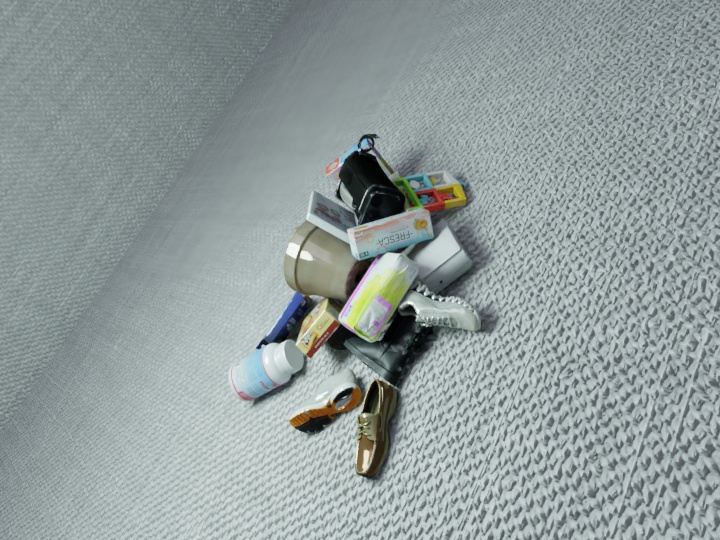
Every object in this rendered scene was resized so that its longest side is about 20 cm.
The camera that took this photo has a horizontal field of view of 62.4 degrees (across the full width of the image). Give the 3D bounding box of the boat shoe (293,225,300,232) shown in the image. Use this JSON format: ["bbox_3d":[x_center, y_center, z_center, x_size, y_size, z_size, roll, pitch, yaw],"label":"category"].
[{"bbox_3d":[-0.151,-0.096,1.853,0.068,0.075,0.200,-36,35,-6],"label":"boat shoe"}]

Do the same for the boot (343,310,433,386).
[{"bbox_3d":[0.065,0.155,1.371,0.196,0.073,0.165,28,80,48],"label":"boot"}]

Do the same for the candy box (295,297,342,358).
[{"bbox_3d":[-0.101,0.132,1.509,0.116,0.055,0.200,-48,7,9],"label":"candy box"}]

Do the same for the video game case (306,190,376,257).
[{"bbox_3d":[-0.043,-0.120,1.500,0.024,0.196,0.183,-57,14,21],"label":"video game case"}]

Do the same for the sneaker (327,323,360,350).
[{"bbox_3d":[-0.002,0.112,1.503,0.198,0.076,0.116,-37,24,11],"label":"sneaker"}]

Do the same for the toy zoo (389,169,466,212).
[{"bbox_3d":[0.184,-0.203,1.525,0.193,0.021,0.133,-12,47,-15],"label":"toy zoo"}]

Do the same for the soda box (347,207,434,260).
[{"bbox_3d":[0.071,-0.087,1.396,0.194,0.071,0.063,-16,14,-12],"label":"soda box"}]

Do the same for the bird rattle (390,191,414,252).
[{"bbox_3d":[0.087,-0.115,1.550,0.163,0.112,0.202,-43,41,15],"label":"bird rattle"}]

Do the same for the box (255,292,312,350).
[{"bbox_3d":[-0.209,0.147,1.648,0.032,0.121,0.202,35,82,10],"label":"box"}]

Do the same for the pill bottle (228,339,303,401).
[{"bbox_3d":[-0.249,0.262,1.579,0.196,0.109,0.111,-29,39,25],"label":"pill bottle"}]

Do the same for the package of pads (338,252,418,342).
[{"bbox_3d":[0.039,0.054,1.347,0.203,0.067,0.154,-57,15,-6],"label":"package of pads"}]

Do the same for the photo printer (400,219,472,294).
[{"bbox_3d":[0.158,-0.011,1.420,0.198,0.069,0.168,-39,29,14],"label":"photo printer"}]

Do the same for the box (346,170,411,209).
[{"bbox_3d":[0.057,-0.179,1.690,0.197,0.078,0.097,-34,37,20],"label":"box"}]

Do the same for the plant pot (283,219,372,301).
[{"bbox_3d":[-0.068,-0.013,1.487,0.170,0.201,0.203,23,72,31],"label":"plant pot"}]

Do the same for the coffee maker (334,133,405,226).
[{"bbox_3d":[0.021,-0.211,1.494,0.130,0.198,0.201,-11,34,-16],"label":"coffee maker"}]

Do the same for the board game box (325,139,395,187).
[{"bbox_3d":[0.017,-0.260,1.705,0.151,0.200,0.041,-32,37,17],"label":"board game box"}]

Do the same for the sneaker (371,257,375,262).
[{"bbox_3d":[0.000,0.000,1.590,0.130,0.078,0.201,-47,43,18],"label":"sneaker"}]

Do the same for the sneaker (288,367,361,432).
[{"bbox_3d":[-0.083,0.304,1.403,0.196,0.076,0.093,-30,30,12],"label":"sneaker"}]

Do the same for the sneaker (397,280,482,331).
[{"bbox_3d":[0.167,0.093,1.279,0.196,0.077,0.081,20,51,33],"label":"sneaker"}]

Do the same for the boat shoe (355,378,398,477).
[{"bbox_3d":[0.021,0.326,1.255,0.074,0.074,0.205,-14,47,38],"label":"boat shoe"}]
